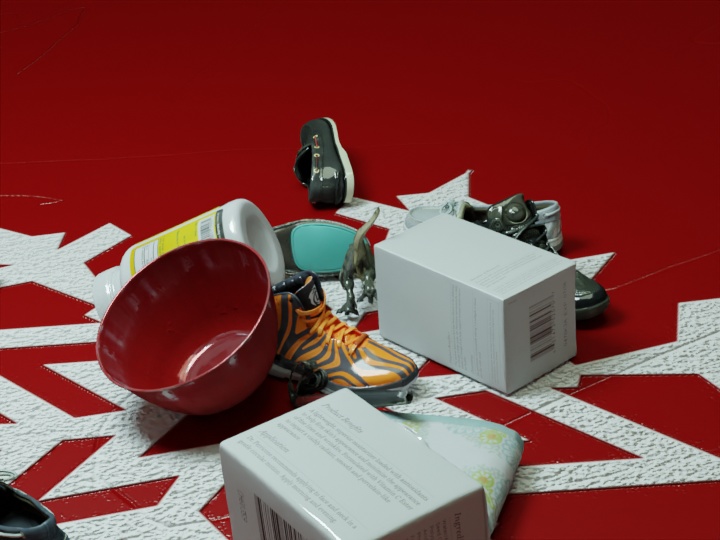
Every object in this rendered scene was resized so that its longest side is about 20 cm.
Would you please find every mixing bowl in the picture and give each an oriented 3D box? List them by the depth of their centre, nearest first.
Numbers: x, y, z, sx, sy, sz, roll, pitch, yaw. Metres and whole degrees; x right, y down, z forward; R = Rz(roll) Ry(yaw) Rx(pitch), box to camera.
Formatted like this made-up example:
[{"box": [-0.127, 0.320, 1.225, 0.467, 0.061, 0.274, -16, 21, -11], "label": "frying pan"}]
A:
[{"box": [-0.162, 0.075, 1.759, 0.200, 0.108, 0.201, -16, 45, 17], "label": "mixing bowl"}]

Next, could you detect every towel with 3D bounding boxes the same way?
[{"box": [0.041, 0.198, 1.588, 0.199, 0.048, 0.171, 4, 30, 17], "label": "towel"}]

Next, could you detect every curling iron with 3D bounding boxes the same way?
[{"box": [-0.015, 0.121, 1.699, 0.025, 0.050, 0.200, 3, 0, -35], "label": "curling iron"}]

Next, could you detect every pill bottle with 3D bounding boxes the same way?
[{"box": [-0.194, 0.007, 1.883, 0.200, 0.113, 0.113, -23, 21, 19], "label": "pill bottle"}]

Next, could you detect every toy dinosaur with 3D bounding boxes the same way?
[{"box": [0.000, 0.000, 1.911, 0.047, 0.088, 0.200, 3, -16, -5], "label": "toy dinosaur"}]

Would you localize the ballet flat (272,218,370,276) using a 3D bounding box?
[{"box": [-0.089, -0.025, 2.034, 0.200, 0.072, 0.072, -3, 26, -5], "label": "ballet flat"}]

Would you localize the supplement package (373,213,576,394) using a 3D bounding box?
[{"box": [0.123, 0.032, 1.825, 0.117, 0.117, 0.200, -26, 34, -35], "label": "supplement package"}]

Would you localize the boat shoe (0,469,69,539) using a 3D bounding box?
[{"box": [-0.346, 0.225, 1.578, 0.075, 0.062, 0.200, -27, 33, -34], "label": "boat shoe"}]

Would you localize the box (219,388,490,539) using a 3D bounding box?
[{"box": [-0.001, 0.233, 1.351, 0.130, 0.201, 0.199, -22, 31, -26], "label": "box"}]

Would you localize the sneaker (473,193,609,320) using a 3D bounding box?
[{"box": [0.196, -0.015, 1.912, 0.076, 0.115, 0.199, -25, 34, -31], "label": "sneaker"}]

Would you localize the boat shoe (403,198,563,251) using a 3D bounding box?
[{"box": [0.149, -0.062, 2.063, 0.201, 0.065, 0.074, 8, 29, 23], "label": "boat shoe"}]

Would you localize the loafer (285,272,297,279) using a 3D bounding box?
[{"box": [-0.143, 0.015, 1.952, 0.199, 0.071, 0.073, 2, 27, 12], "label": "loafer"}]

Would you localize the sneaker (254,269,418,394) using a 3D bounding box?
[{"box": [-0.034, 0.066, 1.786, 0.199, 0.112, 0.078, 9, 30, 26], "label": "sneaker"}]

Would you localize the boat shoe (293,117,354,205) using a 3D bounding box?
[{"box": [-0.058, -0.151, 2.267, 0.063, 0.074, 0.202, -2, 30, -12], "label": "boat shoe"}]
